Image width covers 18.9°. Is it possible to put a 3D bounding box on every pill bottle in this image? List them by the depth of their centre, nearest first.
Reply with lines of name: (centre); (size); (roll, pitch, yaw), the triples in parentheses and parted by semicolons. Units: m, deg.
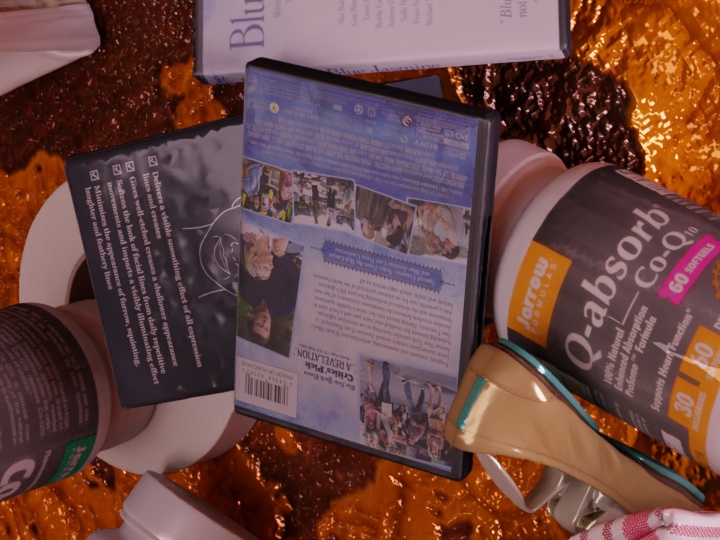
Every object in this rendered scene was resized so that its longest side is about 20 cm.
pill bottle: (0.139, 0.015, 1.099); (0.199, 0.116, 0.117); (29, 118, 30)
pill bottle: (-0.224, 0.083, 1.310); (0.113, 0.199, 0.114); (11, 108, 37)
pill bottle: (-0.147, 0.233, 1.339); (0.114, 0.114, 0.201); (31, 86, 30)

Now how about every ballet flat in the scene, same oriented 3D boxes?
ballet flat: (0.106, 0.100, 1.103); (0.069, 0.200, 0.063); (28, 83, 48)

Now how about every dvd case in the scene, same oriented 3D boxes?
dvd case: (0.000, 0.000, 1.115); (0.142, 0.018, 0.201); (15, 115, 26)
dvd case: (0.009, -0.175, 1.132); (0.199, 0.018, 0.144); (-3, 80, 13)

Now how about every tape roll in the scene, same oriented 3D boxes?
tape roll: (-0.138, 0.031, 1.383); (0.202, 0.037, 0.204); (11, 107, 38)

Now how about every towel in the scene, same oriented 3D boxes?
towel: (0.136, 0.146, 1.102); (0.200, 0.146, 0.030); (-25, 67, 45)

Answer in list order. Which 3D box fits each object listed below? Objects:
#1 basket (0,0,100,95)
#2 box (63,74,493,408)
basket: (-0.287, -0.169, 1.395); (0.199, 0.135, 0.124); (-18, 85, 41)
box: (-0.046, -0.016, 1.225); (0.199, 0.107, 0.149); (-11, 94, 28)
